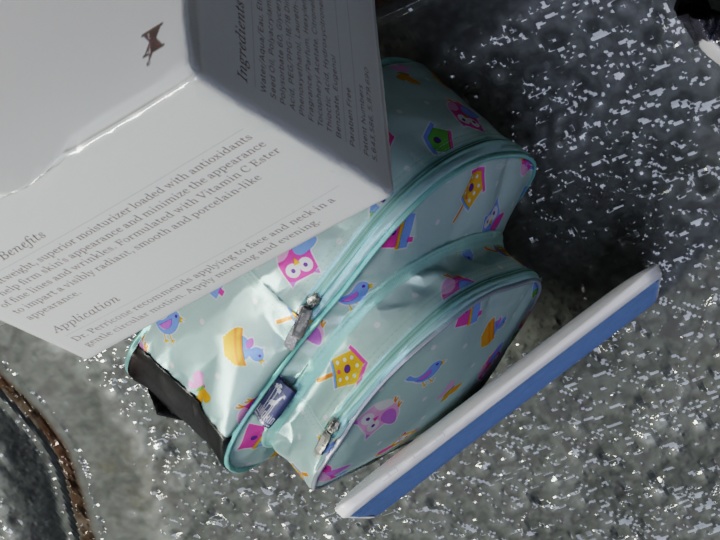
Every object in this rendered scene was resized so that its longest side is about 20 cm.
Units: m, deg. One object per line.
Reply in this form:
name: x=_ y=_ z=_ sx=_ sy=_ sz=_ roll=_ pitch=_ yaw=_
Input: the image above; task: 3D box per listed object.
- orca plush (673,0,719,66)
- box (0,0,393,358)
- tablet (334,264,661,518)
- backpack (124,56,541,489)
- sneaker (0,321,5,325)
orca plush: x=0.244 y=-0.088 z=1.092 sx=0.200 sy=0.105 sz=0.071 roll=37 pitch=81 yaw=-2
box: x=-0.106 y=-0.098 z=1.001 sx=0.199 sy=0.200 sz=0.131 roll=-27 pitch=142 yaw=31
tablet: x=0.074 y=0.065 z=1.132 sx=0.200 sy=0.130 sz=0.014 roll=-38 pitch=81 yaw=1
backpack: x=0.000 y=0.000 z=1.092 sx=0.153 sy=0.176 sz=0.200 roll=36 pitch=116 yaw=22
sneaker: x=-0.251 y=0.015 z=1.193 sx=0.200 sy=0.074 sz=0.079 roll=-11 pitch=144 yaw=8
